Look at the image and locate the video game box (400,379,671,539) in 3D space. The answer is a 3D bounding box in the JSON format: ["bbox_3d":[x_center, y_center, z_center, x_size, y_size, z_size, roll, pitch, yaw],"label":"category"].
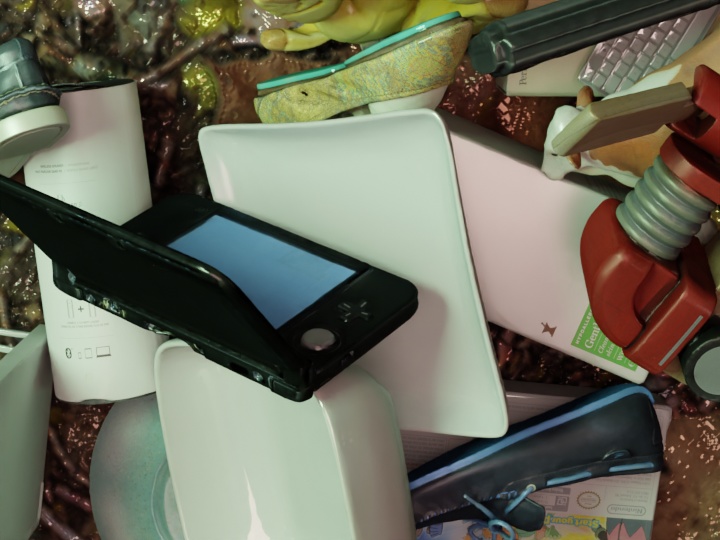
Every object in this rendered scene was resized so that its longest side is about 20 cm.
[{"bbox_3d":[0.098,0.166,1.176,0.198,0.047,0.184,6,98,-7],"label":"video game box"}]

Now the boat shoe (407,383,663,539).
[{"bbox_3d":[0.101,0.135,1.104,0.198,0.084,0.069,-21,91,0],"label":"boat shoe"}]

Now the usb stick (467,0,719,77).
[{"bbox_3d":[0.158,-0.154,1.013,0.198,0.055,0.033,-20,97,-15],"label":"usb stick"}]

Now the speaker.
[{"bbox_3d":[-0.171,-0.021,1.124,0.080,0.081,0.202,-7,100,0],"label":"speaker"}]

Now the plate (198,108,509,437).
[{"bbox_3d":[0.000,0.000,1.070,0.199,0.032,0.202,0,109,42],"label":"plate"}]

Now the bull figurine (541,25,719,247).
[{"bbox_3d":[0.208,-0.090,1.051,0.199,0.065,0.122,-34,125,13],"label":"bull figurine"}]

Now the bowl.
[{"bbox_3d":[-0.038,0.131,1.074,0.074,0.199,0.202,-22,109,-35],"label":"bowl"}]

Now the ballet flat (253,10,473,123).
[{"bbox_3d":[0.007,-0.105,1.068,0.070,0.199,0.072,7,78,-37],"label":"ballet flat"}]

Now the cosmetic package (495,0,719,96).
[{"bbox_3d":[0.186,-0.163,1.109,0.198,0.071,0.106,-2,101,-1],"label":"cosmetic package"}]

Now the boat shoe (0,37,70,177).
[{"bbox_3d":[-0.245,-0.086,1.074,0.074,0.199,0.062,-15,86,-34],"label":"boat shoe"}]

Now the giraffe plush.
[{"bbox_3d":[0.013,-0.227,1.057,0.171,0.200,0.164,-1,83,-9],"label":"giraffe plush"}]

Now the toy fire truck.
[{"bbox_3d":[0.174,-0.036,0.978,0.199,0.129,0.176,29,117,-17],"label":"toy fire truck"}]

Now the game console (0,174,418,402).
[{"bbox_3d":[-0.090,-0.018,0.988,0.199,0.175,0.117,23,130,32],"label":"game console"}]

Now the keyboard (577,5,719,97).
[{"bbox_3d":[0.206,-0.189,1.062,0.056,0.011,0.201,30,99,-7],"label":"keyboard"}]

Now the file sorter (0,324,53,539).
[{"bbox_3d":[-0.274,0.114,1.090,0.123,0.200,0.140,8,100,2],"label":"file sorter"}]

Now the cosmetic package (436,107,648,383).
[{"bbox_3d":[0.108,-0.020,1.128,0.198,0.085,0.109,21,103,-6],"label":"cosmetic package"}]

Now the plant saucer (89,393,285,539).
[{"bbox_3d":[-0.086,0.150,1.178,0.199,0.039,0.203,0,100,-1],"label":"plant saucer"}]
